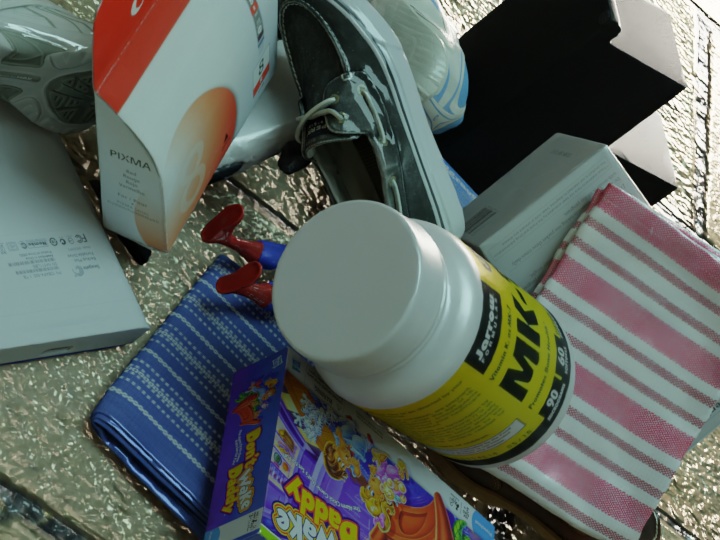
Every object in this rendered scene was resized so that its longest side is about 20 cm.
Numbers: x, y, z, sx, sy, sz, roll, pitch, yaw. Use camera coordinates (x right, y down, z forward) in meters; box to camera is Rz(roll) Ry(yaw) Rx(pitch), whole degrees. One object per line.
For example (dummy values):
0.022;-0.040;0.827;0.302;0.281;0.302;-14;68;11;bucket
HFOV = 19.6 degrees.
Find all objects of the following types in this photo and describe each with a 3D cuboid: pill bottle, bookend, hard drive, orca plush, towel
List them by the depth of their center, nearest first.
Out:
-0.211;-0.043;1.186;0.132;0.025;0.200;-8;66;-52;hard drive
0.038;0.038;1.216;0.200;0.114;0.115;34;35;-55;pill bottle
-0.072;0.087;1.242;0.145;0.024;0.200;46;33;-7;towel
-0.088;-0.073;1.318;0.105;0.071;0.200;32;58;3;orca plush
0.163;0.064;1.326;0.146;0.200;0.030;31;-1;-15;towel
0.176;-0.125;1.554;0.198;0.200;0.092;23;44;-34;bookend

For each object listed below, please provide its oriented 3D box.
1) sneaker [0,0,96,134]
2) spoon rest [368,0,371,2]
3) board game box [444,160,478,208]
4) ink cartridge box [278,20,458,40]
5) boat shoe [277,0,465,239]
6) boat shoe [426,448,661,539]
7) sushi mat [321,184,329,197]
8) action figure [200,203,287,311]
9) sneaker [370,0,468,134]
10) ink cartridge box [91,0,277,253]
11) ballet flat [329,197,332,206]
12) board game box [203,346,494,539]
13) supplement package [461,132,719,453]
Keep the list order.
-0.198;-0.143;1.202;0.200;0.078;0.100;10;49;-46;sneaker
-0.061;-0.197;1.368;0.100;0.200;0.061;63;8;0;spoon rest
0.104;-0.004;1.489;0.200;0.019;0.103;46;17;-14;board game box
-0.042;-0.200;1.469;0.200;0.083;0.147;51;35;-4;ink cartridge box
-0.004;-0.090;1.274;0.071;0.072;0.200;-31;93;-42;boat shoe
0.137;0.140;1.392;0.200;0.070;0.071;28;40;-33;boat shoe
0.054;0.003;1.465;0.200;0.012;0.096;53;35;-1;sushi mat
0.000;0.000;1.318;0.200;0.099;0.065;25;42;-54;action figure
0.020;-0.175;1.401;0.073;0.072;0.200;58;12;-58;sneaker
-0.094;-0.130;1.187;0.050;0.200;0.162;23;58;8;ink cartridge box
0.046;0.004;1.408;0.200;0.046;0.067;50;-4;-12;ballet flat
-0.002;0.157;1.204;0.200;0.045;0.135;43;36;-31;board game box
0.163;0.022;1.394;0.200;0.109;0.114;53;-4;-13;supplement package
